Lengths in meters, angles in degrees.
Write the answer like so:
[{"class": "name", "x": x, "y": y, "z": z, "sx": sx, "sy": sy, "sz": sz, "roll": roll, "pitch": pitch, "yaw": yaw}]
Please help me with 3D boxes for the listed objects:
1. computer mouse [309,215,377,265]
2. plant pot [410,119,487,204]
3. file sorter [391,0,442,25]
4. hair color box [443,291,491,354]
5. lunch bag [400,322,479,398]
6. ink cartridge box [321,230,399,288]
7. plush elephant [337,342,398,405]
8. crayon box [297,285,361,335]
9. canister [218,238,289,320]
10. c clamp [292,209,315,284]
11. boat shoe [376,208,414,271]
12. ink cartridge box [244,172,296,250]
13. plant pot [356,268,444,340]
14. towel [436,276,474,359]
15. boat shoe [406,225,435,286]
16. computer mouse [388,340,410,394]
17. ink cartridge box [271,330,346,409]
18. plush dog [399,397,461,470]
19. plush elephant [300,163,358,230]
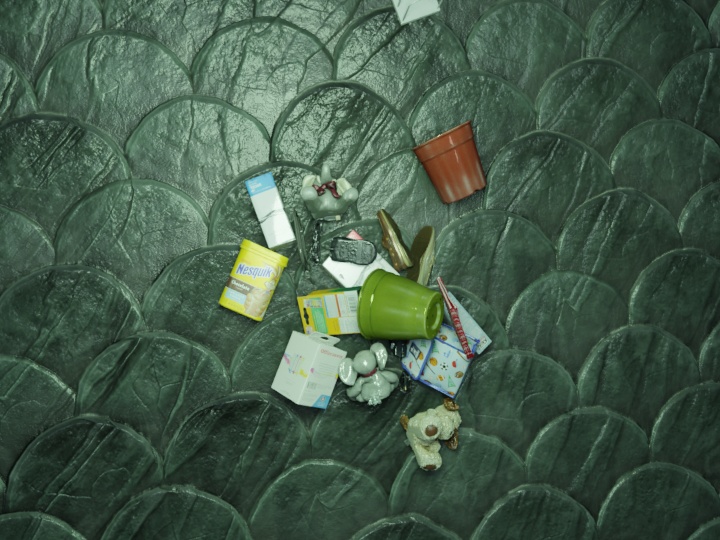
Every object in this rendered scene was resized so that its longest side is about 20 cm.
[{"class": "computer mouse", "x": -0.049, "y": -0.089, "z": 1.554, "sx": 0.196, "sy": 0.046, "sz": 0.143, "roll": 1, "pitch": 97, "yaw": 4}, {"class": "plant pot", "x": 0.280, "y": -0.320, "z": 1.623, "sx": 0.198, "sy": 0.201, "sz": 0.198, "roll": -27, "pitch": 100, "yaw": -7}, {"class": "file sorter", "x": 0.163, "y": -0.901, "z": 1.651, "sx": 0.137, "sy": 0.124, "sz": 0.203, "roll": -21, "pitch": 90, "yaw": -8}, {"class": "hair color box", "x": 0.303, "y": 0.159, "z": 1.647, "sx": 0.060, "sy": 0.099, "sz": 0.201, "roll": -41, "pitch": 93, "yaw": -8}, {"class": "lunch bag", "x": 0.227, "y": 0.252, "z": 1.594, "sx": 0.198, "sy": 0.124, "sz": 0.172, "roll": 27, "pitch": 117, "yaw": 17}, {"class": "ink cartridge box", "x": 0.000, "y": 0.000, "z": 1.621, "sx": 0.200, "sy": 0.083, "sz": 0.147, "roll": 43, "pitch": 83, "yaw": -4}, {"class": "plush elephant", "x": 0.023, "y": 0.298, "z": 1.567, "sx": 0.162, "sy": 0.200, "sz": 0.157, "roll": -16, "pitch": 87, "yaw": 0}, {"class": "crayon box", "x": -0.079, "y": 0.121, "z": 1.583, "sx": 0.197, "sy": 0.052, "sz": 0.128, "roll": -6, "pitch": 103, "yaw": 23}, {"class": "canister", "x": -0.315, "y": 0.030, "z": 1.581, "sx": 0.147, "sy": 0.087, "sz": 0.203, "roll": 23, "pitch": 87, "yaw": -5}, {"class": "c clamp", "x": -0.174, "y": -0.071, "z": 1.584, "sx": 0.027, "sy": 0.171, "sz": 0.203, "roll": -11, "pitch": 76, "yaw": 2}, {"class": "boat shoe", "x": 0.093, "y": -0.092, "z": 1.641, "sx": 0.067, "sy": 0.072, "sz": 0.203, "roll": -28, "pitch": 81, "yaw": 20}, {"class": "ink cartridge box", "x": -0.259, "y": -0.166, "z": 1.563, "sx": 0.083, "sy": 0.145, "sz": 0.203, "roll": -20, "pitch": 90, "yaw": -5}, {"class": "plant pot", "x": 0.121, "y": 0.108, "z": 1.474, "sx": 0.190, "sy": 0.199, "sz": 0.204, "roll": 9, "pitch": 86, "yaw": 31}, {"class": "towel", "x": 0.260, "y": 0.131, "z": 1.472, "sx": 0.022, "sy": 0.145, "sz": 0.202, "roll": -22, "pitch": 123, "yaw": 4}, {"class": "boat shoe", "x": 0.197, "y": -0.037, "z": 1.662, "sx": 0.064, "sy": 0.071, "sz": 0.203, "roll": 22, "pitch": 79, "yaw": -42}, {"class": "computer mouse", "x": 0.124, "y": 0.263, "z": 1.583, "sx": 0.058, "sy": 0.034, "sz": 0.203, "roll": 14, "pitch": 55, "yaw": -41}, {"class": "ink cartridge box", "x": -0.143, "y": 0.275, "z": 1.552, "sx": 0.128, "sy": 0.124, "sz": 0.203, "roll": 28, "pitch": 82, "yaw": -49}, {"class": "plush dog", "x": 0.228, "y": 0.474, "z": 1.626, "sx": 0.169, "sy": 0.160, "sz": 0.203, "roll": -14, "pitch": 118, "yaw": -21}, {"class": "plush elephant", "x": -0.100, "y": -0.234, "z": 1.581, "sx": 0.162, "sy": 0.201, "sz": 0.157, "roll": -3, "pitch": 65, "yaw": -8}]
